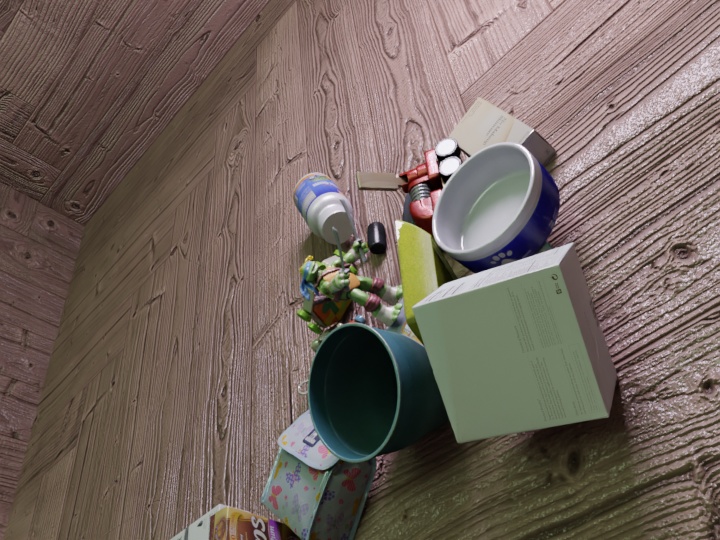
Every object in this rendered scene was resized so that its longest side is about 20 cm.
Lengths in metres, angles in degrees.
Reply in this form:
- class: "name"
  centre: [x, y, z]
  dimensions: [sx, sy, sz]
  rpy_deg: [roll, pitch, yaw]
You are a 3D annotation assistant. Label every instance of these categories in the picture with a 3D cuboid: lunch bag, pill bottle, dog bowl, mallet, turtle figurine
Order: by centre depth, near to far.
- class: "dog bowl"
  centre: [0.211, -0.096, 1.074]
  dimensions: [0.199, 0.078, 0.203]
  rpy_deg: [-33, 40, 32]
- class: "lunch bag"
  centre: [-0.071, 0.349, 1.184]
  dimensions: [0.168, 0.126, 0.203]
  rpy_deg: [16, 82, 52]
- class: "turtle figurine"
  centre: [0.000, 0.000, 1.243]
  dimensions: [0.203, 0.192, 0.144]
  rpy_deg: [-62, 9, 1]
- class: "mallet"
  centre: [-0.014, -0.038, 1.494]
  dimensions: [0.199, 0.041, 0.067]
  rpy_deg: [-33, 43, 41]
- class: "pill bottle"
  centre: [-0.082, -0.143, 1.590]
  dimensions: [0.113, 0.111, 0.200]
  rpy_deg: [-52, 35, 11]

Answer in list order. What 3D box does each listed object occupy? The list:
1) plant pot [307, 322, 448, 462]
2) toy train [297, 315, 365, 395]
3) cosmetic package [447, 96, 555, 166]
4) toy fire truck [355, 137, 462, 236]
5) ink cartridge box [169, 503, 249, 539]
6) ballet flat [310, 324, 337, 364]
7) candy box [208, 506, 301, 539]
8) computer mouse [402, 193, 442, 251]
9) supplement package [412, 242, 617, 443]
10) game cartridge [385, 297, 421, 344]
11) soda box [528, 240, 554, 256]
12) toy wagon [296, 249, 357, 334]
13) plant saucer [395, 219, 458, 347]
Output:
- class: "plant pot"
  centre: [0.049, 0.191, 1.073]
  dimensions: [0.198, 0.186, 0.205]
  rpy_deg: [-9, 77, 44]
- class: "toy train"
  centre: [-0.022, 0.183, 1.295]
  dimensions: [0.149, 0.056, 0.201]
  rpy_deg: [11, 53, 44]
- class: "cosmetic package"
  centre: [0.255, -0.232, 1.250]
  dimensions: [0.104, 0.073, 0.200]
  rpy_deg: [-52, 33, 11]
- class: "toy fire truck"
  centre: [0.105, -0.144, 1.269]
  dimensions: [0.197, 0.129, 0.179]
  rpy_deg: [-18, 51, 17]
- class: "ink cartridge box"
  centre: [-0.311, 0.587, 1.367]
  dimensions: [0.199, 0.083, 0.146]
  rpy_deg: [-41, 39, 28]
- class: "ballet flat"
  centre: [-0.066, 0.180, 1.359]
  dimensions: [0.068, 0.075, 0.202]
  rpy_deg: [-41, 38, 32]
- class: "candy box"
  centre: [-0.164, 0.486, 1.144]
  dimensions: [0.056, 0.198, 0.118]
  rpy_deg: [-36, 40, 30]
- class: "computer mouse"
  centre: [0.123, -0.115, 1.351]
  dimensions: [0.137, 0.052, 0.203]
  rpy_deg: [-26, 46, 41]
- class: "supplement package"
  centre: [0.206, 0.094, 0.893]
  dimensions: [0.197, 0.147, 0.195]
  rpy_deg: [-18, 94, 27]
- class: "game cartridge"
  centre: [0.132, 0.082, 1.209]
  dimensions: [0.199, 0.041, 0.135]
  rpy_deg: [26, 91, 57]
- class: "soda box"
  centre: [0.267, -0.032, 1.083]
  dimensions: [0.064, 0.068, 0.201]
  rpy_deg: [-49, 34, 13]
- class: "toy wagon"
  centre: [-0.070, 0.037, 1.367]
  dimensions: [0.039, 0.201, 0.157]
  rpy_deg: [25, 74, 25]
- class: "plant saucer"
  centre: [0.121, 0.043, 1.062]
  dimensions: [0.047, 0.200, 0.203]
  rpy_deg: [-19, 47, 18]
